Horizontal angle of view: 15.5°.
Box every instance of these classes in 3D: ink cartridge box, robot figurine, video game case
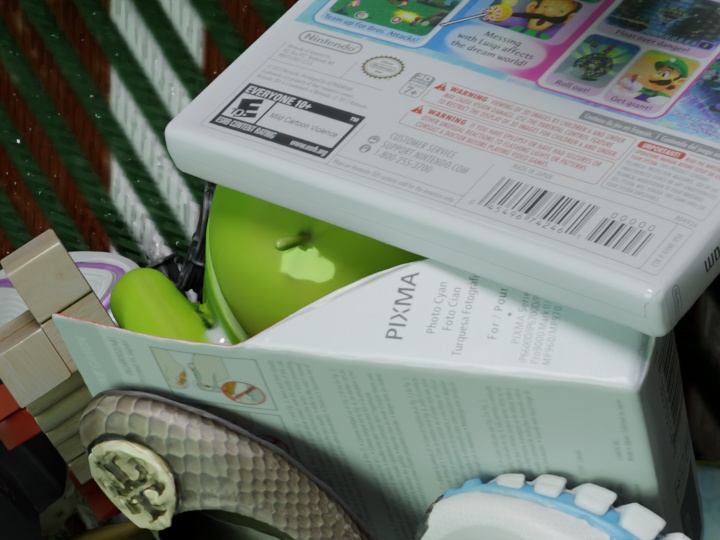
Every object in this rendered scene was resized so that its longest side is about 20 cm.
[{"bbox_3d":[0.012,0.051,0.908,0.200,0.047,0.160,7,150,17],"label":"ink cartridge box"},{"bbox_3d":[0.000,0.000,0.980,0.116,0.175,0.200,59,169,11],"label":"robot figurine"},{"bbox_3d":[0.065,-0.068,0.887,0.200,0.182,0.024,20,141,34],"label":"video game case"}]

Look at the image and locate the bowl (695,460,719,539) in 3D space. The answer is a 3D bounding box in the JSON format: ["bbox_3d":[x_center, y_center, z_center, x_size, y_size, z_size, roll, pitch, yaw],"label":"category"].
[{"bbox_3d":[0.125,0.181,0.968,0.200,0.200,0.108,26,166,31],"label":"bowl"}]

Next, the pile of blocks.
[{"bbox_3d":[-0.118,0.043,1.038,0.082,0.062,0.200,54,174,30],"label":"pile of blocks"}]

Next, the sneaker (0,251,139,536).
[{"bbox_3d":[-0.152,0.066,1.180,0.200,0.100,0.075,-43,46,24],"label":"sneaker"}]

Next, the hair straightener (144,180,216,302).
[{"bbox_3d":[-0.069,0.014,1.124,0.077,0.041,0.200,40,134,22],"label":"hair straightener"}]

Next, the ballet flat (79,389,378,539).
[{"bbox_3d":[-0.016,0.110,0.903,0.200,0.046,0.067,38,150,-13],"label":"ballet flat"}]

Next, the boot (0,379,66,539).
[{"bbox_3d":[-0.202,0.136,1.060,0.174,0.200,0.069,-39,100,15],"label":"boot"}]

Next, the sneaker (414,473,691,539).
[{"bbox_3d":[0.097,0.141,0.852,0.200,0.087,0.075,31,148,12],"label":"sneaker"}]

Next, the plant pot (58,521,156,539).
[{"bbox_3d":[-0.116,0.213,1.157,0.176,0.200,0.200,10,114,52],"label":"plant pot"}]
